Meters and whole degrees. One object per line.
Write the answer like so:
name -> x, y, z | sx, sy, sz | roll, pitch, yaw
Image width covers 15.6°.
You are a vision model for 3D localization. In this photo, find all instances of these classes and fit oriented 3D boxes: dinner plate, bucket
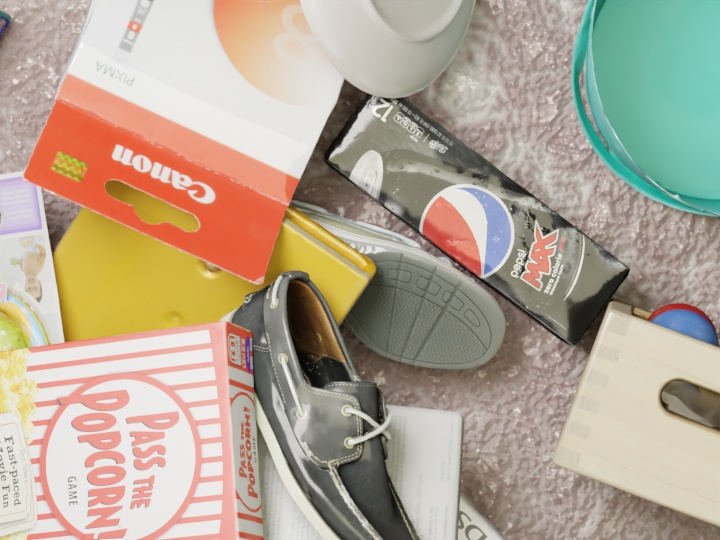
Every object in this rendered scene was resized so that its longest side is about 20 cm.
dinner plate -> 0.025, -0.206, 1.615 | 0.024, 0.200, 0.201 | 2, 91, 35
bucket -> 0.232, -0.129, 1.642 | 0.207, 0.135, 0.208 | 0, 90, -1

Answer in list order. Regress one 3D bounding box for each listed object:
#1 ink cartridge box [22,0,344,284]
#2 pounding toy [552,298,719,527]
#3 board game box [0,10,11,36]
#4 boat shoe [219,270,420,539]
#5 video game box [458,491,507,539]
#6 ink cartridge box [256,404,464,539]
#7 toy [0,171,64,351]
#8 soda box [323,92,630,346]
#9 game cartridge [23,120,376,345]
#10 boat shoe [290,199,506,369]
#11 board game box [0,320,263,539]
ink cartridge box -> -0.100, -0.107, 1.595 | 0.162, 0.050, 0.200 | 25, 48, -9
pounding toy -> 0.239, 0.081, 1.637 | 0.200, 0.184, 0.142 | 20, 94, 5
board game box -> -0.336, -0.112, 1.668 | 0.152, 0.045, 0.200 | 28, 90, 5
boat shoe -> -0.015, 0.095, 1.567 | 0.068, 0.072, 0.200 | -37, 72, 27
video game box -> 0.028, 0.245, 1.691 | 0.200, 0.047, 0.182 | -44, 90, 0
ink cartridge box -> -0.040, 0.159, 1.612 | 0.200, 0.047, 0.160 | 5, 68, -2
toy -> -0.242, 0.042, 1.653 | 0.115, 0.047, 0.200 | -7, 89, 37
soda box -> 0.072, -0.036, 1.672 | 0.200, 0.071, 0.063 | 36, 90, -1
game cartridge -> -0.113, 0.026, 1.654 | 0.176, 0.032, 0.200 | 34, 116, -2
boat shoe -> -0.001, 0.001, 1.676 | 0.202, 0.065, 0.075 | 19, 114, -1
board game box -> -0.159, 0.118, 1.562 | 0.200, 0.046, 0.152 | -9, 77, 17
